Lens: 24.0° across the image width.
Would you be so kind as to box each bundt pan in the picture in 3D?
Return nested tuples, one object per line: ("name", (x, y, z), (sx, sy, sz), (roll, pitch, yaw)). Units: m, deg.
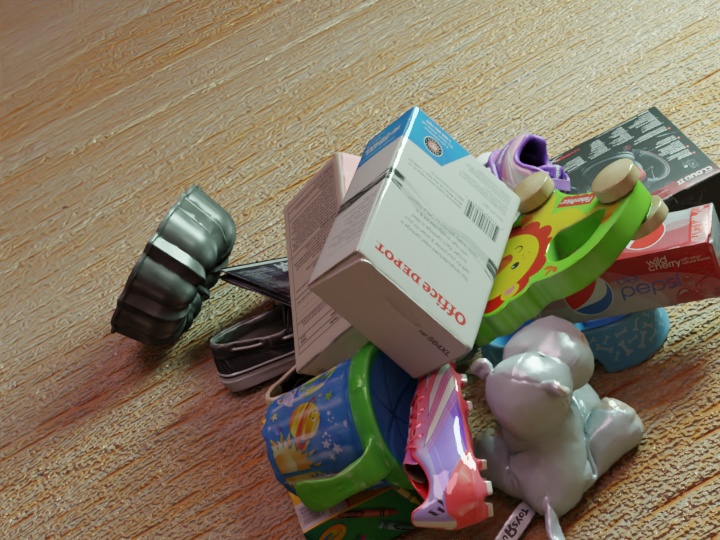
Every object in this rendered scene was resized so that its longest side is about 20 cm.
("bundt pan", (-0.212, 0.005, 1.995), (0.075, 0.203, 0.203), (31, 50, 3))

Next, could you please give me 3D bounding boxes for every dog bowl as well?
("dog bowl", (0.211, 0.057, 1.720), (0.198, 0.050, 0.112), (-14, 34, 19))

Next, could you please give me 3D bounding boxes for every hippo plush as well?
("hippo plush", (0.149, 0.132, 1.548), (0.158, 0.162, 0.200), (5, 43, 39))

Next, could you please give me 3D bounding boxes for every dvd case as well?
("dvd case", (-0.055, 0.009, 1.927), (0.147, 0.016, 0.199), (-11, 15, -28))

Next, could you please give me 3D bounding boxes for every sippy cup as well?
("sippy cup", (-0.015, 0.149, 1.572), (0.129, 0.141, 0.177), (-21, -13, 24))

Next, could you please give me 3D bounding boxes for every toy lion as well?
("toy lion", (0.166, -0.009, 1.589), (0.192, 0.069, 0.199), (-52, 23, -24))

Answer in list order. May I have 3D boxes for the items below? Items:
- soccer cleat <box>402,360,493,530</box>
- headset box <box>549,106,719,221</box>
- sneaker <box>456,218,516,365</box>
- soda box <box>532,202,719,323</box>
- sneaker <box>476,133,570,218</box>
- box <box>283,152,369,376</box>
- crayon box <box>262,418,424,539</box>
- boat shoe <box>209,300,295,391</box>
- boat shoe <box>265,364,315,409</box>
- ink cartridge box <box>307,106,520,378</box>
("soccer cleat", (0.066, 0.149, 1.518), (0.075, 0.067, 0.201), (-8, 42, -5))
("headset box", (0.303, -0.079, 1.828), (0.147, 0.076, 0.200), (-27, 32, -2))
("sneaker", (0.113, -0.001, 1.759), (0.072, 0.071, 0.203), (10, 85, 23))
("soda box", (0.257, -0.001, 1.658), (0.198, 0.070, 0.064), (-12, 33, 23))
("sneaker", (0.191, -0.066, 1.814), (0.088, 0.080, 0.202), (-43, 53, 34))
("box", (0.000, 0.000, 1.768), (0.128, 0.108, 0.202), (-41, 47, 48))
("crayon box", (-0.016, 0.194, 1.673), (0.118, 0.059, 0.200), (-26, 32, -1))
("boat shoe", (-0.075, 0.063, 1.892), (0.199, 0.071, 0.072), (-29, 31, -10))
("boat shoe", (-0.029, 0.099, 1.818), (0.071, 0.063, 0.200), (8, 44, 45))
("ink cartridge box", (0.052, -0.026, 1.565), (0.084, 0.146, 0.201), (-31, 26, 44))
